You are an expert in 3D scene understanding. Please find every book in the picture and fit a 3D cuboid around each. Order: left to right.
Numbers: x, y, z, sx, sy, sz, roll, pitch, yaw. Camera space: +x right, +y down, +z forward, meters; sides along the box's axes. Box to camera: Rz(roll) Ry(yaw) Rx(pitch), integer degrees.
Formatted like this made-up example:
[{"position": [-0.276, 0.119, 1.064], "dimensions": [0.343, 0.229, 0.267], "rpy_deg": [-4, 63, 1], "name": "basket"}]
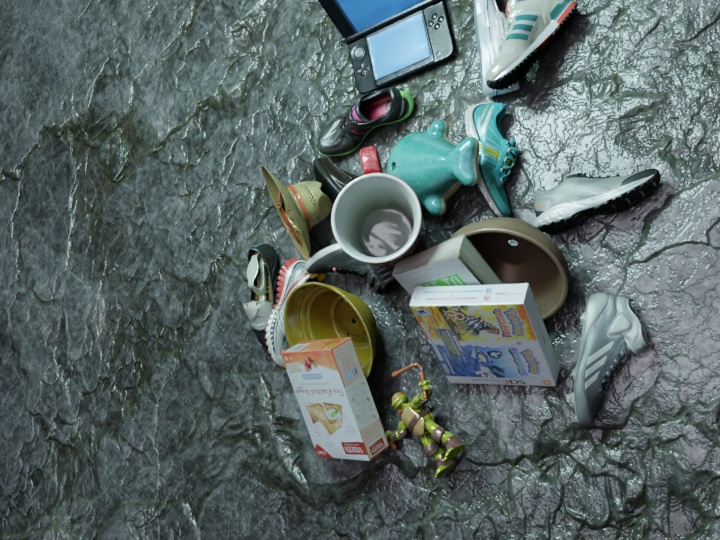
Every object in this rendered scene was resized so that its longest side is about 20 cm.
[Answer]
[{"position": [0.159, 0.045, 1.313], "dimensions": [0.133, 0.200, 0.048], "rpy_deg": [-20, 34, 40], "name": "book"}]

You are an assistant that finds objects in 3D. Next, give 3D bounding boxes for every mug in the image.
[{"position": [0.042, -0.087, 1.332], "dimensions": [0.133, 0.200, 0.178], "rpy_deg": [18, 87, 9], "name": "mug"}]

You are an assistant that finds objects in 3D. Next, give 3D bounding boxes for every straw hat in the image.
[{"position": [-0.098, -0.118, 1.513], "dimensions": [0.085, 0.201, 0.201], "rpy_deg": [-26, 68, -9], "name": "straw hat"}]

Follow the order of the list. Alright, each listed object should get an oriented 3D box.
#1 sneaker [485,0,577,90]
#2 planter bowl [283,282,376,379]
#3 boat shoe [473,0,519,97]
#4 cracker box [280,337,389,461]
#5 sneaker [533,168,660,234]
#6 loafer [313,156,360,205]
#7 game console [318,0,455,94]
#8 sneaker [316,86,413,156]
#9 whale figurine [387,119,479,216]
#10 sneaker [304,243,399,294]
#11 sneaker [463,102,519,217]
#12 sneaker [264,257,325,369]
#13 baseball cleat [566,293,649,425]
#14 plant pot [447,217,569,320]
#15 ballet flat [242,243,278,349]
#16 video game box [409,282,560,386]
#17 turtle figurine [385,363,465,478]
[{"position": [0.253, -0.378, 1.353], "dimensions": [0.093, 0.070, 0.200], "rpy_deg": [43, 83, 12], "name": "sneaker"}, {"position": [-0.033, 0.101, 1.459], "dimensions": [0.200, 0.083, 0.201], "rpy_deg": [19, 121, 34], "name": "planter bowl"}, {"position": [0.228, -0.389, 1.410], "dimensions": [0.066, 0.074, 0.201], "rpy_deg": [-5, 89, 5], "name": "boat shoe"}, {"position": [-0.044, 0.217, 1.422], "dimensions": [0.134, 0.058, 0.201], "rpy_deg": [-10, 104, 46], "name": "cracker box"}, {"position": [0.356, -0.122, 1.295], "dimensions": [0.199, 0.074, 0.080], "rpy_deg": [-18, 70, 27], "name": "sneaker"}, {"position": [-0.015, -0.138, 1.514], "dimensions": [0.071, 0.073, 0.200], "rpy_deg": [-30, 59, -18], "name": "loafer"}, {"position": [0.043, -0.431, 1.482], "dimensions": [0.199, 0.118, 0.171], "rpy_deg": [-18, 75, 27], "name": "game console"}, {"position": [-0.003, -0.274, 1.507], "dimensions": [0.200, 0.084, 0.077], "rpy_deg": [-30, 70, 23], "name": "sneaker"}, {"position": [0.115, -0.169, 1.378], "dimensions": [0.200, 0.103, 0.160], "rpy_deg": [3, 90, 64], "name": "whale figurine"}, {"position": [0.000, 0.000, 1.465], "dimensions": [0.199, 0.071, 0.100], "rpy_deg": [-16, 77, 14], "name": "sneaker"}, {"position": [0.220, -0.182, 1.380], "dimensions": [0.079, 0.077, 0.201], "rpy_deg": [-12, 79, 16], "name": "sneaker"}, {"position": [-0.116, 0.080, 1.530], "dimensions": [0.082, 0.078, 0.201], "rpy_deg": [10, 89, 29], "name": "sneaker"}, {"position": [0.369, 0.134, 1.255], "dimensions": [0.106, 0.070, 0.201], "rpy_deg": [4, 87, 30], "name": "baseball cleat"}, {"position": [0.230, -0.015, 1.315], "dimensions": [0.200, 0.201, 0.093], "rpy_deg": [-1, 41, 29], "name": "plant pot"}, {"position": [-0.189, 0.048, 1.579], "dimensions": [0.068, 0.068, 0.201], "rpy_deg": [-11, 79, 29], "name": "ballet flat"}, {"position": [0.193, 0.102, 1.294], "dimensions": [0.182, 0.200, 0.047], "rpy_deg": [-5, 45, 28], "name": "video game box"}, {"position": [0.096, 0.261, 1.396], "dimensions": [0.161, 0.064, 0.200], "rpy_deg": [48, 126, 28], "name": "turtle figurine"}]
